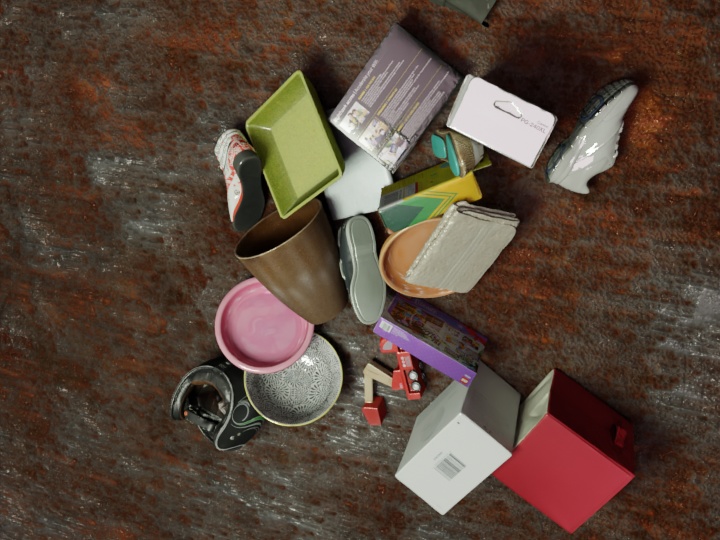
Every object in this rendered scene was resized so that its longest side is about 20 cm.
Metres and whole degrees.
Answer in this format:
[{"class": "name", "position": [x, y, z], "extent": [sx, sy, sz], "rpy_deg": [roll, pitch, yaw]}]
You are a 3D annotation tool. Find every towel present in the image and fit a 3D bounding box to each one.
[{"class": "towel", "position": [0.171, -0.036, 1.164], "extent": [0.131, 0.035, 0.201], "rpy_deg": [10, 137, -22]}]

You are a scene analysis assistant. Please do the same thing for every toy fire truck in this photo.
[{"class": "toy fire truck", "position": [0.058, 0.213, 1.383], "extent": [0.140, 0.049, 0.202], "rpy_deg": [-8, 107, 23]}]

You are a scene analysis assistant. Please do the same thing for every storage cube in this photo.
[{"class": "storage cube", "position": [0.372, 0.324, 1.248], "extent": [0.179, 0.171, 0.201], "rpy_deg": [35, 118, 5]}]

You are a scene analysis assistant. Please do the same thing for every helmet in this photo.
[{"class": "helmet", "position": [-0.289, 0.285, 1.456], "extent": [0.198, 0.191, 0.202], "rpy_deg": [-4, 78, 19]}]

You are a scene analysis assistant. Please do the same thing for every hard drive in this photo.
[{"class": "hard drive", "position": [-0.015, -0.204, 1.253], "extent": [0.138, 0.033, 0.202], "rpy_deg": [-11, 106, 23]}]

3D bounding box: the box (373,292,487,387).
[{"class": "box", "position": [0.134, 0.121, 1.270], "extent": [0.199, 0.137, 0.039], "rpy_deg": [30, 119, 6]}]

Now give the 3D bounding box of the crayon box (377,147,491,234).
[{"class": "crayon box", "position": [0.131, -0.138, 1.158], "extent": [0.198, 0.127, 0.051], "rpy_deg": [-21, 110, 14]}]

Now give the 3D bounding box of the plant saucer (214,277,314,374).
[{"class": "plant saucer", "position": [-0.192, 0.113, 1.379], "extent": [0.199, 0.202, 0.051], "rpy_deg": [27, 160, 7]}]

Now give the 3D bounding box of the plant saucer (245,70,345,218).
[{"class": "plant saucer", "position": [-0.110, -0.223, 1.226], "extent": [0.199, 0.048, 0.201], "rpy_deg": [-27, 83, 47]}]

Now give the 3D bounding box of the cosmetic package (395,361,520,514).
[{"class": "cosmetic package", "position": [0.189, 0.310, 1.290], "extent": [0.123, 0.200, 0.200], "rpy_deg": [38, 118, -1]}]

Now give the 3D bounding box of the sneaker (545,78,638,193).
[{"class": "sneaker", "position": [0.383, -0.214, 1.098], "extent": [0.086, 0.075, 0.201], "rpy_deg": [27, 124, -6]}]

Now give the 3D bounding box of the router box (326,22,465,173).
[{"class": "router box", "position": [0.060, -0.291, 1.158], "extent": [0.149, 0.051, 0.200], "rpy_deg": [38, 107, -4]}]

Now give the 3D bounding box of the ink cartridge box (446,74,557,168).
[{"class": "ink cartridge box", "position": [0.223, -0.234, 1.058], "extent": [0.144, 0.200, 0.084], "rpy_deg": [28, 109, 7]}]

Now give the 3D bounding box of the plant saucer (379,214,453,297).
[{"class": "plant saucer", "position": [0.130, -0.030, 1.224], "extent": [0.198, 0.038, 0.201], "rpy_deg": [-3, 136, -3]}]

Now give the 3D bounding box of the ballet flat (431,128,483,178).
[{"class": "ballet flat", "position": [0.164, -0.200, 1.107], "extent": [0.065, 0.200, 0.071], "rpy_deg": [-11, 114, -1]}]

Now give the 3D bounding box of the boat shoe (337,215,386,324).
[{"class": "boat shoe", "position": [0.000, 0.000, 1.276], "extent": [0.060, 0.075, 0.202], "rpy_deg": [-11, 81, 63]}]

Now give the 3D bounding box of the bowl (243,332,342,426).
[{"class": "bowl", "position": [-0.138, 0.229, 1.413], "extent": [0.199, 0.202, 0.094], "rpy_deg": [28, 158, 7]}]

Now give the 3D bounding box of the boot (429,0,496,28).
[{"class": "boot", "position": [0.183, -0.496, 1.053], "extent": [0.137, 0.078, 0.201], "rpy_deg": [29, 130, 2]}]

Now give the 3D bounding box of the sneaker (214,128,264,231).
[{"class": "sneaker", "position": [-0.238, -0.178, 1.330], "extent": [0.108, 0.067, 0.202], "rpy_deg": [55, 151, 30]}]

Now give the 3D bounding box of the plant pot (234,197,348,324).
[{"class": "plant pot", "position": [-0.108, -0.003, 1.300], "extent": [0.185, 0.188, 0.201], "rpy_deg": [-18, 118, 25]}]
